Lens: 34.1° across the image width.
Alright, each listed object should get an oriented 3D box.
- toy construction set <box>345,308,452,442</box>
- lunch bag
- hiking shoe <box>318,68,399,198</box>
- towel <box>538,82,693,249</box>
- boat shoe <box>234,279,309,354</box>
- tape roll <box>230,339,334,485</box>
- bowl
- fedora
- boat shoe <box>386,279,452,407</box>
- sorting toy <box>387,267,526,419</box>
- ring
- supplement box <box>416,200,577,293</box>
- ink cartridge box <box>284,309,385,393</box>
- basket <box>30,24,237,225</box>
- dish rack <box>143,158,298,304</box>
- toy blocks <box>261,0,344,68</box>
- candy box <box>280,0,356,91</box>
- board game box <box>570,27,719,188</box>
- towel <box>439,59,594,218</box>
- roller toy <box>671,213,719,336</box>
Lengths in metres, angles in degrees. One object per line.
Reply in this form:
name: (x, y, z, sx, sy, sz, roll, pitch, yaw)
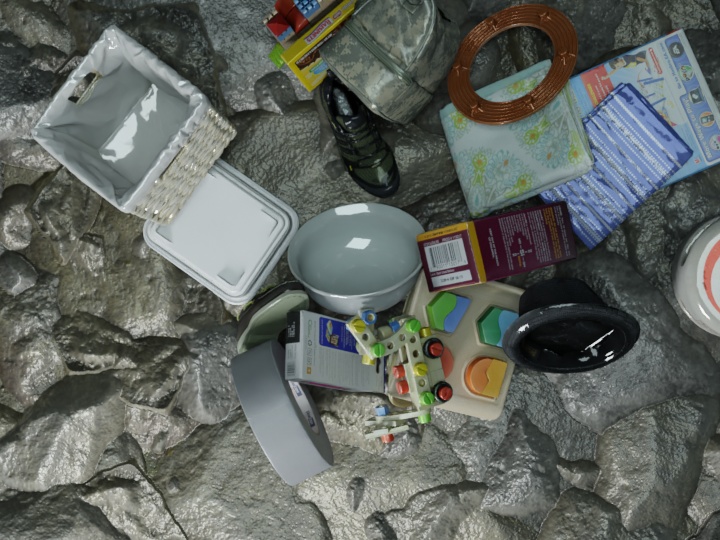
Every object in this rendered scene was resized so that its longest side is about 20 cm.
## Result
toy construction set: (0.050, 0.143, 1.610, 0.131, 0.092, 0.201, -14, 110, -22)
lunch bag: (0.055, -0.310, 1.644, 0.168, 0.200, 0.139, -45, 78, 10)
hiking shoe: (-0.007, -0.194, 1.698, 0.076, 0.101, 0.201, -30, 89, 4)
towel: (0.350, -0.149, 1.659, 0.200, 0.024, 0.145, -44, 85, 16)
boat shoe: (-0.131, 0.056, 1.670, 0.071, 0.201, 0.061, 3, 62, -27)
tape roll: (-0.109, 0.199, 1.659, 0.066, 0.200, 0.201, -26, 89, 2)
bowl: (0.000, 0.000, 1.683, 0.200, 0.202, 0.091, -5, 131, 4)
fedora: (0.294, 0.068, 1.671, 0.200, 0.201, 0.092, -8, 56, 4)
boat shoe: (0.081, 0.100, 1.723, 0.073, 0.063, 0.202, 9, 98, -21)
sorting toy: (0.149, 0.106, 1.691, 0.184, 0.036, 0.201, 16, 94, -20)
ring: (0.212, -0.297, 1.666, 0.200, 0.019, 0.201, -15, 57, 24)
supplement box: (0.191, -0.034, 1.632, 0.199, 0.110, 0.086, -13, 90, -38)
ink cartridge box: (-0.033, 0.119, 1.667, 0.037, 0.200, 0.095, -9, 74, 37)
basket: (-0.312, -0.198, 1.667, 0.200, 0.161, 0.198, 38, 93, 19)
dish rack: (-0.211, -0.064, 1.742, 0.200, 0.044, 0.172, 35, 93, 3)
toy blocks: (-0.067, -0.386, 1.679, 0.200, 0.137, 0.100, -40, 84, 3)
candy box: (-0.018, -0.348, 1.697, 0.200, 0.102, 0.026, -40, 70, 3)
board game box: (0.409, -0.215, 1.694, 0.195, 0.056, 0.201, -23, 89, 4)
towel: (0.221, -0.188, 1.669, 0.199, 0.048, 0.172, -22, 72, 24)
roller toy: (0.538, 0.010, 1.646, 0.181, 0.140, 0.201, -7, 91, 4)
